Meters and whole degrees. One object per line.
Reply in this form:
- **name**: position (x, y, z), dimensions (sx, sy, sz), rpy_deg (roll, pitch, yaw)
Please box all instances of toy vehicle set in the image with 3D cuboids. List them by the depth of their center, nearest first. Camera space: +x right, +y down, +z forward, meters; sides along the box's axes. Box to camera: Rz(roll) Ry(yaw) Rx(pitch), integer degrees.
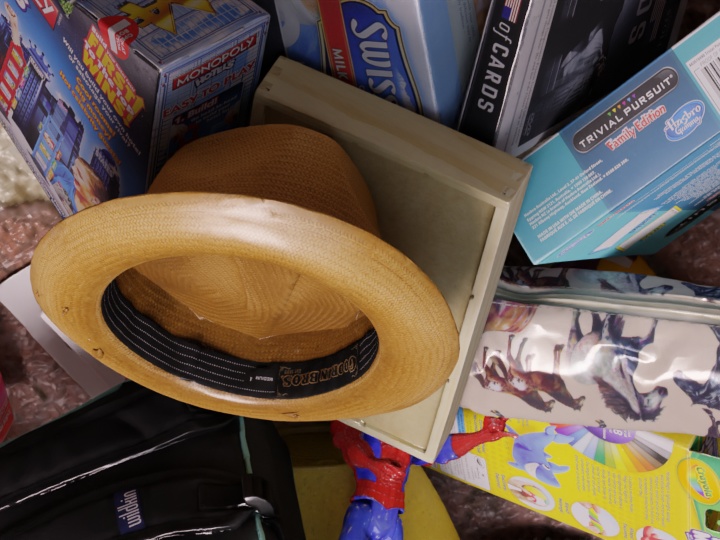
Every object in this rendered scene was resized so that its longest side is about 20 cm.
- **toy vehicle set**: position (0.000, 0.000, 1.088), dimensions (0.124, 0.027, 0.201), rpy_deg (25, 141, 9)

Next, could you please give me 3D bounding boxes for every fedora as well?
- **fedora**: position (-0.045, -0.006, 1.006), dimensions (0.199, 0.082, 0.201), rpy_deg (9, 153, 5)

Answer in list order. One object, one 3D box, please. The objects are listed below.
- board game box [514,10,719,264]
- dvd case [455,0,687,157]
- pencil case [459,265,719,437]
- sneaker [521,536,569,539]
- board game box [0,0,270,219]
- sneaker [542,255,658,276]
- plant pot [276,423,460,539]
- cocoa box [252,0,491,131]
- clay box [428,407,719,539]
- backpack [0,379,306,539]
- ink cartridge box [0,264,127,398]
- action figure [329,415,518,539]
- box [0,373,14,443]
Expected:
- **board game box**: position (0.162, -0.066, 1.133), dimensions (0.151, 0.200, 0.047), rpy_deg (-36, 78, 19)
- **dvd case**: position (0.114, -0.141, 1.077), dimensions (0.025, 0.200, 0.151), rpy_deg (26, 121, 22)
- **pencil case**: position (0.127, 0.035, 1.149), dimensions (0.198, 0.078, 0.090), rpy_deg (5, 132, 14)
- **sneaker**: position (0.142, 0.236, 1.384), dimensions (0.079, 0.096, 0.200), rpy_deg (-40, 117, 21)
- **board game box**: position (-0.116, -0.104, 1.068), dimensions (0.061, 0.201, 0.200), rpy_deg (-30, 172, -26)
- **sneaker**: position (0.173, 0.043, 1.253), dimensions (0.090, 0.075, 0.200), rpy_deg (-1, 142, 41)
- **plant pot**: position (-0.023, 0.165, 1.291), dimensions (0.198, 0.200, 0.143), rpy_deg (-2, 100, -1)
- **cocoa box**: position (0.004, -0.138, 1.081), dimensions (0.130, 0.134, 0.201), rpy_deg (9, 129, 27)
- **clay box**: position (0.119, 0.088, 1.240), dimensions (0.199, 0.048, 0.115), rpy_deg (20, 145, 23)
- **backpack**: position (-0.122, 0.156, 1.143), dimensions (0.199, 0.176, 0.154), rpy_deg (-19, 137, 3)
- **ink cartridge box**: position (-0.089, 0.015, 1.242), dimensions (0.199, 0.067, 0.117), rpy_deg (-31, 120, 17)
- **action figure**: position (0.021, 0.131, 1.178), dimensions (0.065, 0.201, 0.099), rpy_deg (22, 152, -30)
- **box**: position (-0.266, 0.101, 1.203), dimensions (0.102, 0.201, 0.095), rpy_deg (0, 126, 15)
